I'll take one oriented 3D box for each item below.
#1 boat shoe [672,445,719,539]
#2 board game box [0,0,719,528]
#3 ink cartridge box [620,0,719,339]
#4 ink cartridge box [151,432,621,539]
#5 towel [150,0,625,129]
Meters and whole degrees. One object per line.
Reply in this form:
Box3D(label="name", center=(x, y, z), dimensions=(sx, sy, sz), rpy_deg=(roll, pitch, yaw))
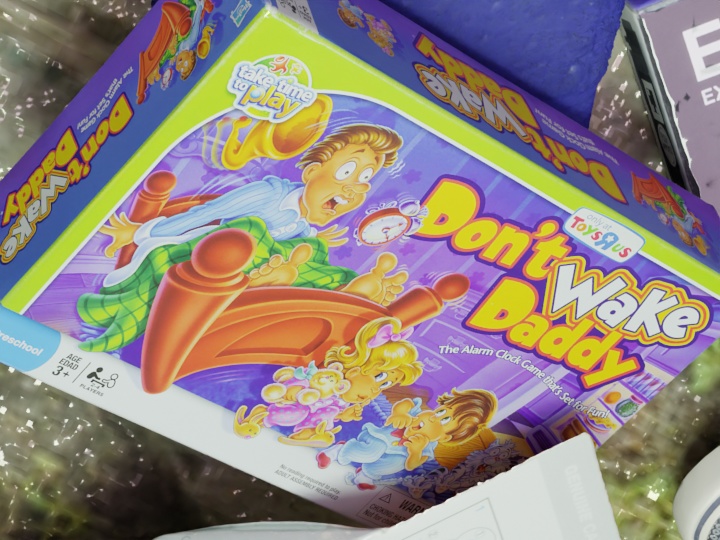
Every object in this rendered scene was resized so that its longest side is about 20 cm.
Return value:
Box3D(label="boat shoe", center=(0.211, 0.086, 0.841), dimensions=(0.199, 0.093, 0.075), rpy_deg=(-12, 140, -10))
Box3D(label="board game box", center=(0.000, 0.000, 0.742), dimensions=(0.200, 0.045, 0.134), rpy_deg=(27, 118, -35))
Box3D(label="ink cartridge box", center=(0.188, -0.081, 0.841), dimensions=(0.197, 0.043, 0.201), rpy_deg=(-22, 103, -7))
Box3D(label="ink cartridge box", center=(-0.010, 0.135, 0.803), dimensions=(0.199, 0.057, 0.163), rpy_deg=(-29, 134, -10))
Box3D(label="towel", center=(0.003, -0.064, 0.762), dimensions=(0.147, 0.050, 0.201), rpy_deg=(-5, 132, -15))
